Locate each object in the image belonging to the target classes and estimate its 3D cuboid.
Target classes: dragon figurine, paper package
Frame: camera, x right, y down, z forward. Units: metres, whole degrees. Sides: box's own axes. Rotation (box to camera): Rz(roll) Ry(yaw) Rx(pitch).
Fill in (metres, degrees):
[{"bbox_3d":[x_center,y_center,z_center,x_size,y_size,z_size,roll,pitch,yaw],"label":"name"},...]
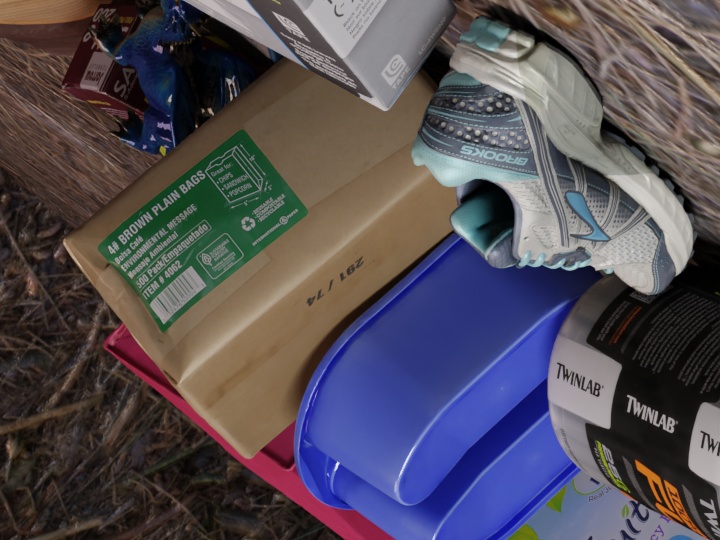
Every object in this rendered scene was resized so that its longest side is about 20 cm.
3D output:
[{"bbox_3d":[-0.093,-0.093,1.496,0.099,0.059,0.201,25,132,50],"label":"dragon figurine"},{"bbox_3d":[-0.031,-0.019,1.420,0.104,0.200,0.191,49,177,19],"label":"paper package"}]

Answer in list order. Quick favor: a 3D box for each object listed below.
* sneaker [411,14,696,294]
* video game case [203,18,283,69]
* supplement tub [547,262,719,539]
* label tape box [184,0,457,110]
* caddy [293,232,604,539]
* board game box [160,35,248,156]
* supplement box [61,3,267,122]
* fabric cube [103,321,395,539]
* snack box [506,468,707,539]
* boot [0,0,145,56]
[{"bbox_3d":[0.083,-0.035,1.272,0.077,0.087,0.200,30,171,44],"label":"sneaker"},{"bbox_3d":[-0.126,-0.188,1.567,0.200,0.018,0.143,35,174,8],"label":"video game case"},{"bbox_3d":[0.189,0.073,1.323,0.122,0.123,0.200,40,172,-31],"label":"supplement tub"},{"bbox_3d":[-0.059,-0.165,1.199,0.143,0.066,0.200,32,173,34],"label":"label tape box"},{"bbox_3d":[0.055,0.057,1.443,0.105,0.200,0.142,38,164,39],"label":"caddy"},{"bbox_3d":[-0.098,-0.101,1.783,0.102,0.048,0.200,54,168,-17],"label":"board game box"},{"bbox_3d":[-0.070,-0.089,1.629,0.199,0.061,0.109,26,177,-20],"label":"supplement box"},{"bbox_3d":[-0.025,0.059,1.964,0.200,0.197,0.199,32,172,34],"label":"fabric cube"},{"bbox_3d":[0.183,0.137,1.456,0.168,0.200,0.068,31,171,40],"label":"snack box"},{"bbox_3d":[-0.233,-0.162,1.730,0.199,0.073,0.166,-4,164,18],"label":"boot"}]
